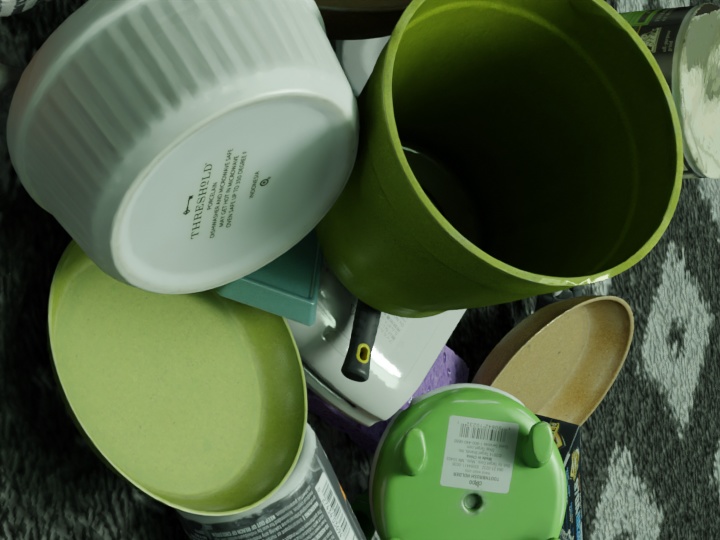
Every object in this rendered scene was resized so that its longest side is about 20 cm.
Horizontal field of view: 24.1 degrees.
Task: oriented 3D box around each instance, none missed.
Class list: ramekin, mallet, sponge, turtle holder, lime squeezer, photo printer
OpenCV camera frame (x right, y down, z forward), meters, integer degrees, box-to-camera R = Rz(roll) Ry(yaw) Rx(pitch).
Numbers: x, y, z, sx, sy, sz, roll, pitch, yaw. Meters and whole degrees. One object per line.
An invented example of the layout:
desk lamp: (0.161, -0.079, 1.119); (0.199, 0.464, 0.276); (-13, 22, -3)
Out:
ramekin: (-0.090, -0.074, 0.959); (0.202, 0.202, 0.094); (18, 32, -56)
mallet: (0.007, -0.022, 1.145); (0.066, 0.041, 0.201); (31, 56, -17)
sponge: (0.020, 0.085, 1.311); (0.200, 0.030, 0.112); (43, 54, -49)
turtle holder: (0.080, 0.173, 1.222); (0.132, 0.140, 0.187); (-137, -154, -81)
lime squeezer: (0.000, 0.202, 1.284); (0.200, 0.038, 0.071); (-24, 141, -56)
photo printer: (0.000, 0.000, 1.202); (0.167, 0.069, 0.200); (48, 47, -15)

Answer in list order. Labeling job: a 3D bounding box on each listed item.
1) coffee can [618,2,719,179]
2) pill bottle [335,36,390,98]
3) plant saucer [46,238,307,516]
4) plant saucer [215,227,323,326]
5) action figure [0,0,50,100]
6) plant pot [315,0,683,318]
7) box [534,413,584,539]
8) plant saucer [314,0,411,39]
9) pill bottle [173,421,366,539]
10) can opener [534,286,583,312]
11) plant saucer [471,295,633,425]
coffee can: (0.211, -0.148, 1.451); (0.146, 0.199, 0.147); (0, 90, -58)
pill bottle: (0.049, -0.211, 1.258); (0.201, 0.110, 0.111); (-78, 149, -49)
plant saucer: (-0.116, 0.059, 1.042); (0.199, 0.031, 0.201); (27, 48, -34)
plant saucer: (-0.049, -0.058, 1.136); (0.070, 0.019, 0.201); (19, 50, -17)
action figure: (-0.234, -0.164, 0.855); (0.193, 0.104, 0.201); (-25, 114, -65)
plant pot: (0.063, -0.058, 1.055); (0.199, 0.193, 0.202); (9, 68, -23)
box: (0.147, 0.247, 1.442); (0.201, 0.046, 0.159); (80, 30, -46)
plant saucer: (-0.024, -0.197, 1.100); (0.200, 0.199, 0.036); (-41, 147, -49)
pill bottle: (-0.044, 0.202, 1.140); (0.106, 0.106, 0.201); (-55, 134, -41)
can opener: (0.190, 0.028, 1.479); (0.053, 0.067, 0.201); (-51, 154, -44)
plant saucer: (0.150, 0.094, 1.438); (0.200, 0.035, 0.201); (-32, 146, -25)
